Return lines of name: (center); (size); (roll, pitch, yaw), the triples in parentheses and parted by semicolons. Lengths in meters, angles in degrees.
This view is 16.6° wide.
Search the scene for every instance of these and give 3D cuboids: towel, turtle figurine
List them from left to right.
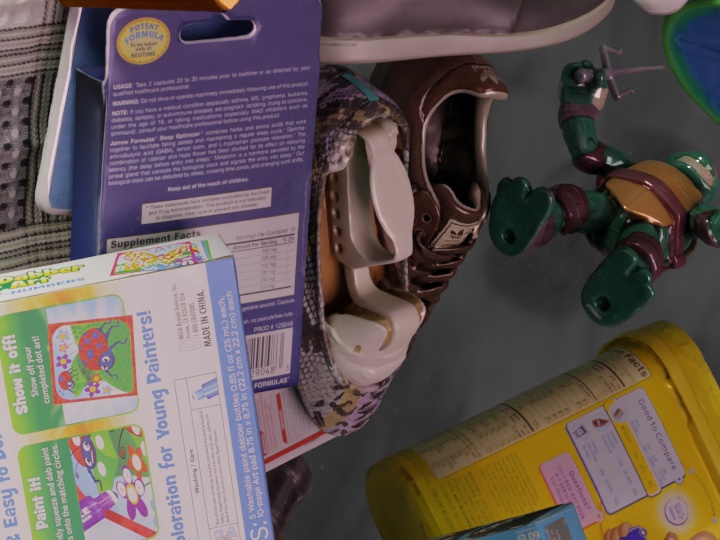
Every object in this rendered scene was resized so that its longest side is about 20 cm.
towel: (-0.157, -0.054, 1.161); (0.199, 0.034, 0.194); (-9, 114, -36)
turtle figurine: (0.157, -0.043, 1.333); (0.200, 0.149, 0.101); (-35, 138, -49)

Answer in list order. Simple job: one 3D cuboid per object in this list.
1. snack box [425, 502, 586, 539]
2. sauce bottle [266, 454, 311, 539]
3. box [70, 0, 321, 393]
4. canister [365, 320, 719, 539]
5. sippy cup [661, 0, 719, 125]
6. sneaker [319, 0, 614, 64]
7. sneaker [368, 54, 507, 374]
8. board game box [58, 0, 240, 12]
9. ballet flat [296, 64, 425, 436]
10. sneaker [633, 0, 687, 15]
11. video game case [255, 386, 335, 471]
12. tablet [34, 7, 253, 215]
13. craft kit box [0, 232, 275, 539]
snack box: (0.051, 0.200, 1.308); (0.037, 0.199, 0.117); (-21, 90, -47)
sauce bottle: (-0.079, 0.167, 1.252); (0.201, 0.064, 0.065); (-64, 143, -43)
box: (-0.079, -0.034, 1.169); (0.120, 0.032, 0.202); (-9, 114, -34)
canister: (0.118, 0.133, 1.396); (0.199, 0.087, 0.149); (-23, 84, -25)
sippy cup: (0.260, -0.150, 1.393); (0.131, 0.139, 0.178); (-53, 165, -20)
sneaker: (0.053, -0.170, 1.249); (0.199, 0.075, 0.107); (-12, 116, -33)
sneaker: (0.025, -0.023, 1.291); (0.070, 0.075, 0.202); (-2, 111, -37)
board game box: (-0.082, -0.245, 0.992); (0.200, 0.200, 0.200); (-45, 112, -14)
ballet flat: (0.000, 0.000, 1.233); (0.072, 0.072, 0.202); (-18, 117, -31)
sneaker: (0.143, -0.233, 1.305); (0.080, 0.070, 0.202); (-12, 110, -24)
video game case: (-0.087, 0.051, 1.234); (0.199, 0.017, 0.144); (-25, 121, -33)
tablet: (-0.082, -0.121, 1.160); (0.129, 0.014, 0.202); (1, 108, -37)
craft kit box: (-0.142, 0.099, 1.136); (0.196, 0.049, 0.202); (-11, 109, -13)
